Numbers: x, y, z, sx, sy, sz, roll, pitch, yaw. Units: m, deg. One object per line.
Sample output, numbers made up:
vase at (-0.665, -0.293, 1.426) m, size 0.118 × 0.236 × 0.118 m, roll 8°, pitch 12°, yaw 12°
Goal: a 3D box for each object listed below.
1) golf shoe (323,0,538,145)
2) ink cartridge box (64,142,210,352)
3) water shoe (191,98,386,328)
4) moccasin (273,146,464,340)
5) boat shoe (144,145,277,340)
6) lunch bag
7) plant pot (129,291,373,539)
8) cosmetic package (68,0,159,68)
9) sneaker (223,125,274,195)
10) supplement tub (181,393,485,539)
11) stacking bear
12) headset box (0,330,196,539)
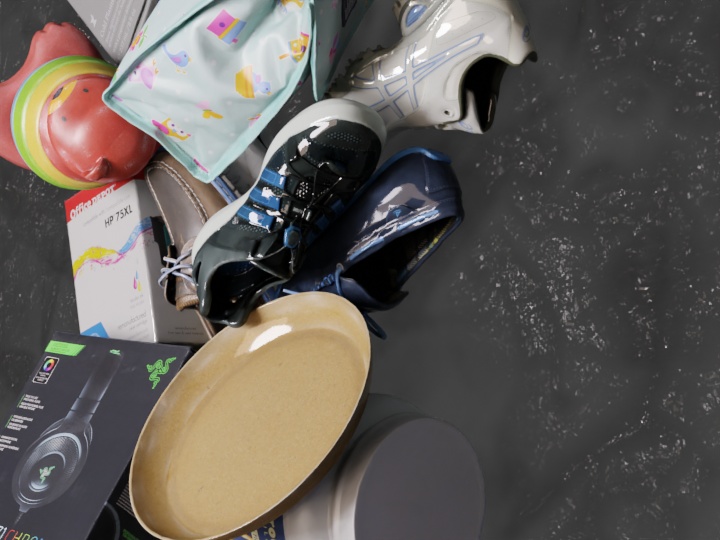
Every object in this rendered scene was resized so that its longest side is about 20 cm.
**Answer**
golf shoe at (0.042, -0.118, 1.016) m, size 0.098 × 0.078 × 0.200 m, roll 55°, pitch 136°, yaw 14°
ink cartridge box at (-0.190, -0.019, 1.273) m, size 0.116 × 0.067 × 0.202 m, roll -26°, pitch 69°, yaw 45°
water shoe at (-0.046, -0.032, 1.025) m, size 0.200 × 0.071 × 0.079 m, roll -45°, pitch 36°, yaw 38°
moccasin at (0.000, 0.000, 1.058) m, size 0.200 × 0.080 × 0.068 m, roll -54°, pitch 47°, yaw 36°
boat shoe at (-0.110, 0.000, 1.130) m, size 0.072 × 0.072 × 0.201 m, roll -22°, pitch 102°, yaw 54°
lunch bag at (-0.063, -0.184, 1.041) m, size 0.122 × 0.171 × 0.200 m, roll 39°, pitch 134°, yaw -14°
plant pot at (-0.069, 0.100, 0.997) m, size 0.199 × 0.028 × 0.201 m, roll -27°, pitch 35°, yaw 21°
cosmetic package at (-0.197, -0.266, 1.261) m, size 0.200 × 0.090 × 0.107 m, roll 47°, pitch 127°, yaw 32°
sneaker at (-0.104, -0.080, 1.173) m, size 0.077 × 0.080 × 0.201 m, roll -53°, pitch 57°, yaw 34°
supplement tub at (-0.026, 0.154, 1.049) m, size 0.199 × 0.144 × 0.146 m, roll 2°, pitch 94°, yaw 48°
stacking bear at (-0.215, -0.115, 1.167) m, size 0.122 × 0.114 × 0.200 m, roll -47°, pitch 25°, yaw -8°
headset box at (-0.195, 0.147, 1.145) m, size 0.173 × 0.093 × 0.201 m, roll 4°, pitch 58°, yaw 44°
